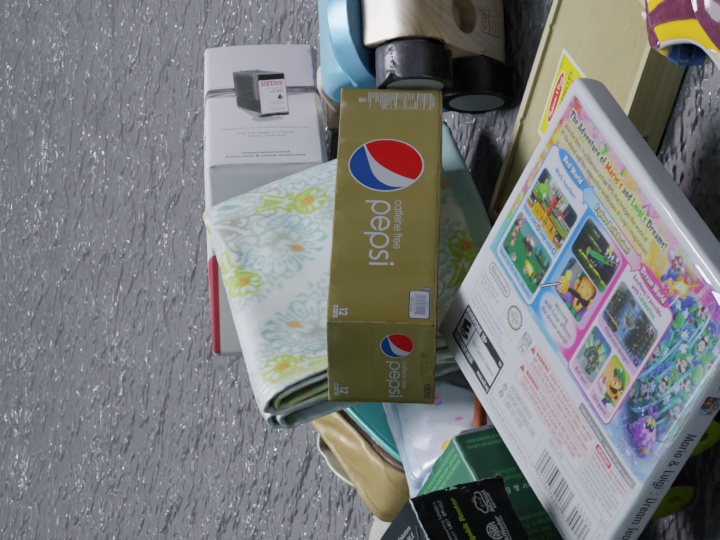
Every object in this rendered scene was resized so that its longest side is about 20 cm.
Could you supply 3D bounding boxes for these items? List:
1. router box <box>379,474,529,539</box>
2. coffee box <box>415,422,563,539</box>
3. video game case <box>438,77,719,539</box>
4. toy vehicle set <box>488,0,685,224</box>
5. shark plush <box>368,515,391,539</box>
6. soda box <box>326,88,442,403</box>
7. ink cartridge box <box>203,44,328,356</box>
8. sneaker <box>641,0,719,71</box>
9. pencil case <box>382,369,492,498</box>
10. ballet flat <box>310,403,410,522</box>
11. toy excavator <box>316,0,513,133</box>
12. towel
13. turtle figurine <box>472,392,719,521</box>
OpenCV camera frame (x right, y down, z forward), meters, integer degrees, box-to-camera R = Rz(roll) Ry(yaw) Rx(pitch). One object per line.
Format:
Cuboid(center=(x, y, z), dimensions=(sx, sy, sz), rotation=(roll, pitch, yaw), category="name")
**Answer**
Cuboid(center=(0.047, 0.228, 1.506), dimensions=(0.150, 0.062, 0.200), rotation=(64, 146, 26), category="router box")
Cuboid(center=(0.088, 0.201, 1.534), dimensions=(0.201, 0.044, 0.123), rotation=(61, 144, 28), category="coffee box")
Cuboid(center=(0.125, 0.029, 1.481), dimensions=(0.183, 0.024, 0.200), rotation=(-62, 39, 30), category="video game case")
Cuboid(center=(0.132, -0.086, 1.616), dimensions=(0.124, 0.026, 0.201), rotation=(-119, 39, -52), category="toy vehicle set")
Cuboid(center=(0.049, 0.243, 1.773), dimensions=(0.083, 0.090, 0.201), rotation=(105, 142, -75), category="shark plush")
Cuboid(center=(0.015, -0.017, 1.636), dimensions=(0.201, 0.064, 0.068), rotation=(-86, -3, -45), category="soda box")
Cuboid(center=(-0.066, -0.051, 1.922), dimensions=(0.200, 0.082, 0.148), rotation=(-98, 7, -63), category="ink cartridge box")
Cuboid(center=(0.168, -0.161, 1.469), dimensions=(0.200, 0.074, 0.091), rotation=(56, 133, 50), category="sneaker")
Cuboid(center=(0.048, 0.074, 1.715), dimensions=(0.083, 0.090, 0.201), rotation=(-52, 38, 25), category="pencil case")
Cuboid(center=(-0.025, 0.082, 1.790), dimensions=(0.200, 0.068, 0.063), rotation=(51, 132, 29), category="ballet flat")
Cuboid(center=(0.015, -0.140, 1.793), dimensions=(0.199, 0.194, 0.101), rotation=(-10, 76, 38), category="toy excavator")
Cuboid(center=(0.000, 0.000, 1.713), dimensions=(0.201, 0.170, 0.048), rotation=(-108, 1, -47), category="towel")
Cuboid(center=(0.137, 0.059, 1.537), dimensions=(0.200, 0.064, 0.162), rotation=(-58, 42, 34), category="turtle figurine")
